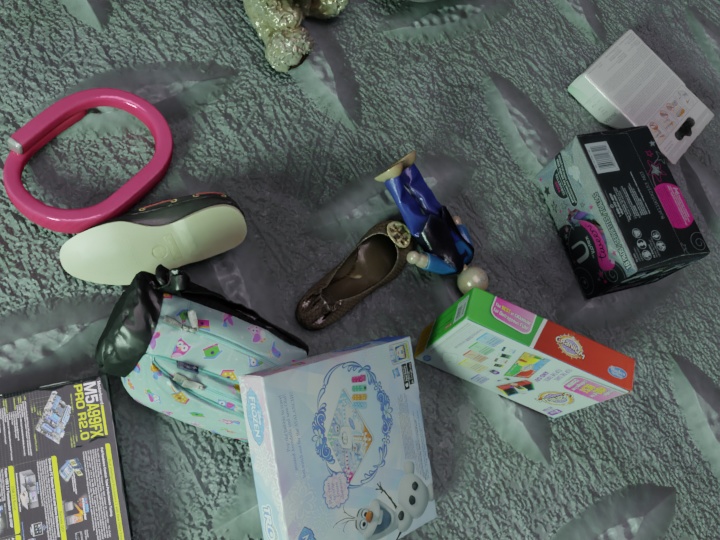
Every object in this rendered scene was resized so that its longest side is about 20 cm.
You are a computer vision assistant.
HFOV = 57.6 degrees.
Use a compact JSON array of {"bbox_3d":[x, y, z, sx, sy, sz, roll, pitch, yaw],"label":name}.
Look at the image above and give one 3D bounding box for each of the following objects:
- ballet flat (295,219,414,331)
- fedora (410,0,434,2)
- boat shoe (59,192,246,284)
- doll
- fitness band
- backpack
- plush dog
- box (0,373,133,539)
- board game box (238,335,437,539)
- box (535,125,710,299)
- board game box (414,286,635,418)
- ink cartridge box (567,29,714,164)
[{"bbox_3d":[0.000,0.000,0.797,0.200,0.046,0.067,-40,85,-27],"label":"ballet flat"},{"bbox_3d":[0.103,-0.474,0.998,0.200,0.090,0.177,2,66,-10],"label":"fedora"},{"bbox_3d":[-0.229,-0.037,0.736,0.201,0.063,0.074,-16,117,-11],"label":"boat shoe"},{"bbox_3d":[0.094,-0.049,0.830,0.200,0.048,0.136,55,42,-9],"label":"doll"},{"bbox_3d":[-0.308,-0.130,0.754,0.144,0.037,0.200,36,58,0],"label":"fitness band"},{"bbox_3d":[-0.157,0.091,0.663,0.200,0.167,0.127,27,71,-21],"label":"backpack"},{"bbox_3d":[-0.097,-0.393,0.856,0.160,0.172,0.200,32,64,-2],"label":"plush dog"},{"bbox_3d":[-0.306,0.213,0.617,0.160,0.044,0.200,-10,72,-21],"label":"box"},{"bbox_3d":[-0.014,0.181,0.650,0.199,0.043,0.200,-8,90,-45],"label":"board game box"},{"bbox_3d":[0.352,-0.079,0.903,0.132,0.115,0.200,-11,71,-20],"label":"box"},{"bbox_3d":[0.182,0.102,0.755,0.200,0.153,0.040,24,62,-7],"label":"board game box"},{"bbox_3d":[0.453,-0.273,1.054,0.200,0.050,0.161,47,63,0],"label":"ink cartridge box"}]
